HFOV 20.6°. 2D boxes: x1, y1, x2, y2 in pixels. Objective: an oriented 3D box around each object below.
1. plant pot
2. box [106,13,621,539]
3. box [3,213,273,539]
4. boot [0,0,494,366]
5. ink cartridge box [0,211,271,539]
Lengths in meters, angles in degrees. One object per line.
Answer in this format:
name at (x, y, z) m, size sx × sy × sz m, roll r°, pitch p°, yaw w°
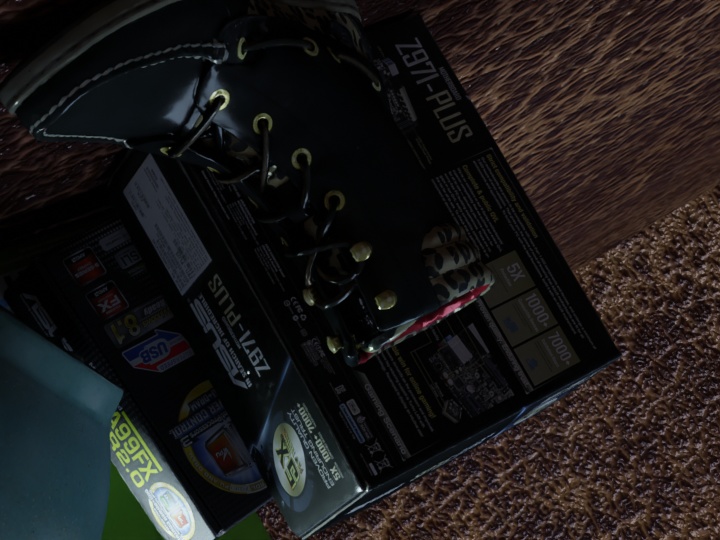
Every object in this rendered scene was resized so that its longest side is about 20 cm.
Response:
plant pot at (-0.190, 0.074, 0.883) m, size 0.134 × 0.200 × 0.200 m, roll -55°, pitch 175°, yaw -7°
box at (0.000, 0.000, 0.955) m, size 0.163 × 0.201 × 0.086 m, roll -25°, pitch 170°, yaw -31°
box at (-0.058, 0.029, 1.009) m, size 0.200 × 0.161 × 0.044 m, roll -31°, pitch 174°, yaw -41°
boot at (-0.034, -0.036, 0.767) m, size 0.073 × 0.154 × 0.203 m, roll -34°, pitch 171°, yaw 33°
ink cartridge box at (-0.118, 0.078, 1.028) m, size 0.147 × 0.201 × 0.076 m, roll -22°, pitch 170°, yaw -44°
